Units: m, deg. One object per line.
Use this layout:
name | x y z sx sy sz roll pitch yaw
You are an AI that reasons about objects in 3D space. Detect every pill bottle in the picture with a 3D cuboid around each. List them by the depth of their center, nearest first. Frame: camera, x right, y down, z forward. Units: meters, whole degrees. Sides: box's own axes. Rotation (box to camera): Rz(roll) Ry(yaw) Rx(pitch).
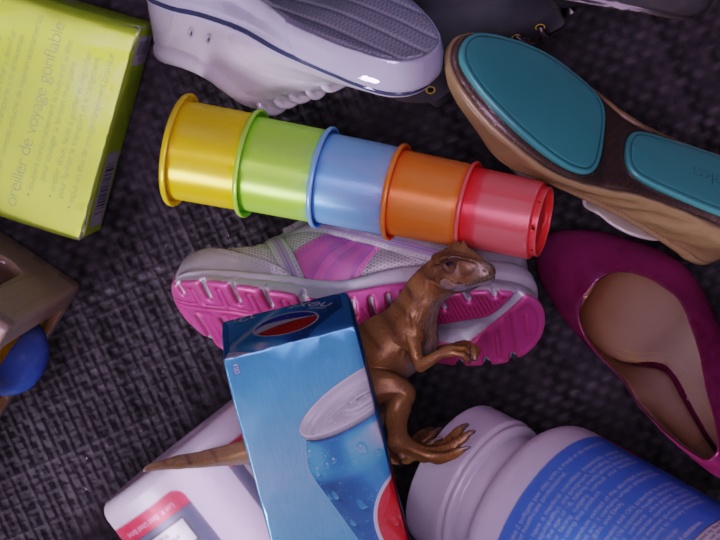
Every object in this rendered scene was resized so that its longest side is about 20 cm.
pill bottle | 0.124 0.148 1.537 0.200 0.112 0.113 29 102 31
pill bottle | -0.032 0.168 1.586 0.119 0.120 0.200 -37 91 11

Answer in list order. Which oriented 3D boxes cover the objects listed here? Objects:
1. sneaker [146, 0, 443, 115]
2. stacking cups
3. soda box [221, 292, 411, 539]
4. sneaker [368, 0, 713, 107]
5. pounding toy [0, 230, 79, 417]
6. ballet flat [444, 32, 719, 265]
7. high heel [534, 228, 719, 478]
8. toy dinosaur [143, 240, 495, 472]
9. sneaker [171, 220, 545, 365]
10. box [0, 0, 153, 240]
sneaker | -0.033 -0.117 1.549 0.200 0.073 0.071 25 129 41
stacking cups | -0.001 -0.047 1.525 0.199 0.060 0.061 9 99 15
soda box | -0.013 0.119 1.474 0.068 0.064 0.201 -14 106 0
sneaker | 0.085 -0.132 1.559 0.199 0.075 0.107 12 104 16
pounding toy | -0.239 0.081 1.564 0.142 0.200 0.185 33 101 3
ballet flat | 0.118 -0.054 1.538 0.199 0.069 0.063 27 142 -16
high heel | 0.145 0.036 1.522 0.200 0.096 0.068 35 111 33
toy dinosaur | -0.003 0.063 1.525 0.200 0.060 0.106 -41 107 8
sneaker | 0.000 0.000 1.580 0.199 0.082 0.089 0 53 8
box | -0.224 -0.103 1.614 0.199 0.048 0.122 17 99 6
